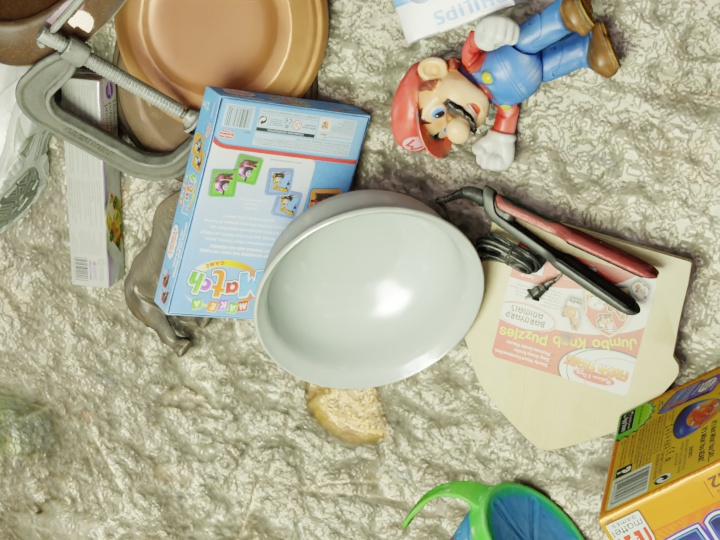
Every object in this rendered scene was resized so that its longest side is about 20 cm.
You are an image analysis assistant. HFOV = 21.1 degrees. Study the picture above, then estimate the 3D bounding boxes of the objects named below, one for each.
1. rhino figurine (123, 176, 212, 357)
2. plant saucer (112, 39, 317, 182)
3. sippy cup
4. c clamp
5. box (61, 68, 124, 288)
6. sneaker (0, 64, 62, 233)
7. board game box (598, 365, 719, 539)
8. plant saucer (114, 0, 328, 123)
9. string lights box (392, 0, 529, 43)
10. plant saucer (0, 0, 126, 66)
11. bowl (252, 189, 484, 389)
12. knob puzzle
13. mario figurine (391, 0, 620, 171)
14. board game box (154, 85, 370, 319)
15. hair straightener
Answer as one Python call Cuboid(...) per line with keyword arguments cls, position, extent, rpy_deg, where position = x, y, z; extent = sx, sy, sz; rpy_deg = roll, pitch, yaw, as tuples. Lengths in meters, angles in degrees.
Cuboid(cls="rhino figurine", position=(-0.153, -0.022, 1.749), extent=(0.087, 0.060, 0.200), rpy_deg=(33, 120, 8))
Cuboid(cls="plant saucer", position=(-0.136, -0.170, 1.740), extent=(0.200, 0.029, 0.201), rpy_deg=(4, 102, 17))
Cuboid(cls="sippy cup", position=(0.118, 0.278, 1.709), extent=(0.130, 0.139, 0.178), rpy_deg=(-44, 55, 31))
Cuboid(cls="c clamp", position=(-0.208, -0.147, 1.670), extent=(0.200, 0.027, 0.171), rpy_deg=(33, 135, -30))
Cuboid(cls="box", position=(-0.245, -0.083, 1.775), extent=(0.041, 0.039, 0.200), rpy_deg=(5, 110, 17))
Cuboid(cls="sneaker", position=(-0.336, -0.123, 1.797), extent=(0.099, 0.078, 0.200), rpy_deg=(33, 106, 21))
Cuboid(cls="board game box", position=(0.335, 0.195, 1.562), extent=(0.200, 0.200, 0.200), rpy_deg=(-29, 101, 21))
Cuboid(cls="plant saucer", position=(-0.127, -0.219, 1.692), extent=(0.200, 0.037, 0.201), rpy_deg=(4, 103, 16))
Cuboid(cls="string lights box", position=(0.059, -0.304, 1.631), extent=(0.103, 0.059, 0.200), rpy_deg=(-17, 96, 21))
Cuboid(cls="plant saucer", position=(-0.274, -0.273, 1.694), extent=(0.200, 0.034, 0.201), rpy_deg=(-14, 59, 24))
Cuboid(cls="bowl", position=(0.000, 0.000, 1.674), extent=(0.201, 0.090, 0.201), rpy_deg=(-7, 131, -8))
Cuboid(cls="knob puzzle", position=(0.183, 0.060, 1.687), extent=(0.219, 0.030, 0.220), rpy_deg=(4, 103, 16))
Cuboid(cls="mario figurine", position=(0.117, -0.148, 1.624), extent=(0.200, 0.106, 0.124), rpy_deg=(-27, 95, 19))
Cuboid(cls="board game box", position=(-0.086, -0.054, 1.694), extent=(0.037, 0.151, 0.200), rpy_deg=(37, 117, 53))
Cuboid(cls="hair straightener", position=(0.149, -0.009, 1.644), extent=(0.200, 0.041, 0.077), rpy_deg=(26, 108, 11))
